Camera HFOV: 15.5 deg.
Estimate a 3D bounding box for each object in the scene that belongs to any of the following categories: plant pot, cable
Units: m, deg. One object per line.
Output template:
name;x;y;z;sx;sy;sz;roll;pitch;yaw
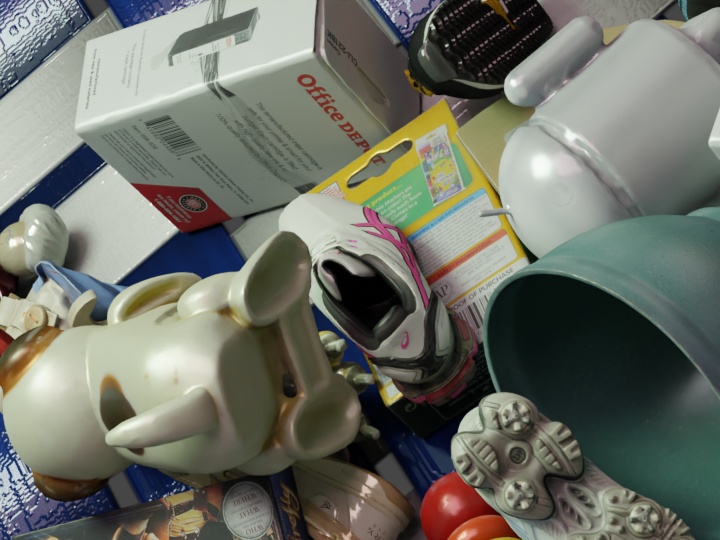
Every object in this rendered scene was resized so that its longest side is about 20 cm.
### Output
plant pot;0.189;0.047;1.534;0.200;0.201;0.134;22;49;42
cable;-0.047;0.075;1.765;0.050;0.098;0.200;-25;20;-21

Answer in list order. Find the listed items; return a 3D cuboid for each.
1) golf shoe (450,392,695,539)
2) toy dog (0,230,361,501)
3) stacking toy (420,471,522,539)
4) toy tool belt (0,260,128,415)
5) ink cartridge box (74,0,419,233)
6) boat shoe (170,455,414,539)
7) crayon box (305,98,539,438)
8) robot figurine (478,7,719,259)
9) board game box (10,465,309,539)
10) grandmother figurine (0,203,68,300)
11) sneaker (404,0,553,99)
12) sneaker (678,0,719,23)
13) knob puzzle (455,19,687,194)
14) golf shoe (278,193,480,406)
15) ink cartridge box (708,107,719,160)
golf shoe;0.136;0.153;1.543;0.078;0.097;0.200;-41;84;-5
toy dog;-0.128;0.082;1.634;0.199;0.140;0.194;-10;25;35
stacking toy;0.085;0.196;1.573;0.085;0.085;0.200;-38;40;7
toy tool belt;-0.187;0.038;1.776;0.125;0.200;0.123;43;99;23
ink cartridge box;-0.075;-0.117;1.844;0.199;0.144;0.084;-14;53;26
boat shoe;-0.062;0.147;1.703;0.199;0.074;0.069;13;65;38
crayon box;0.049;-0.003;1.745;0.125;0.052;0.201;-34;47;11
robot figurine;0.165;-0.074;1.627;0.200;0.170;0.113;-42;1;-10
board game box;-0.118;0.211;1.678;0.199;0.035;0.136;-17;86;27
grandmother figurine;-0.295;0.027;1.963;0.200;0.061;0.121;-41;54;8
sneaker;0.063;-0.139;1.768;0.090;0.070;0.200;-37;3;26
sneaker;0.296;-0.196;1.671;0.199;0.082;0.073;-23;51;6
knob puzzle;0.189;-0.080;1.710;0.218;0.030;0.221;-8;58;14
golf shoe;0.000;0.000;1.679;0.073;0.092;0.200;-45;44;1
ink cartridge box;0.326;-0.067;1.531;0.199;0.145;0.084;4;61;36
